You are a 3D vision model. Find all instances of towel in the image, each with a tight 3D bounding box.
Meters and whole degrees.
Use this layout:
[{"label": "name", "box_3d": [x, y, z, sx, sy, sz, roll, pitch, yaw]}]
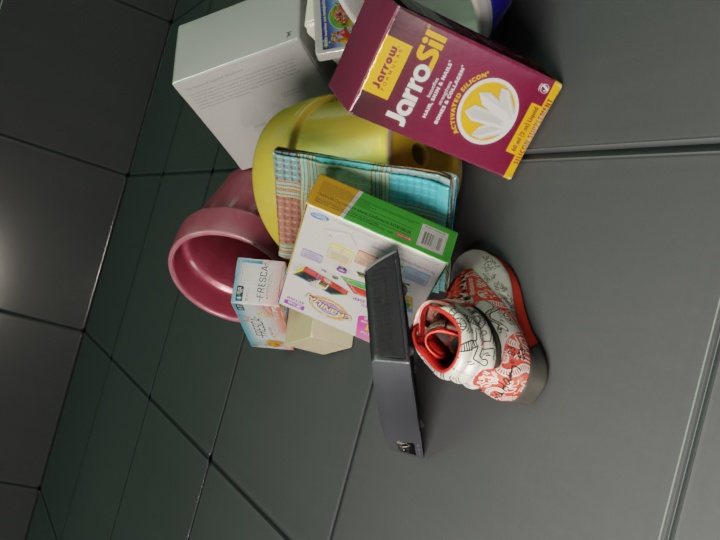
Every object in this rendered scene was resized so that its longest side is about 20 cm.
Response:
[{"label": "towel", "box_3d": [0.002, -0.052, 0.976, 0.022, 0.196, 0.149, -62, -21, -50]}]

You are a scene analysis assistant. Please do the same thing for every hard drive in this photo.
[{"label": "hard drive", "box_3d": [0.034, 0.089, 0.906, 0.201, 0.041, 0.137, 78, -174, -55]}]

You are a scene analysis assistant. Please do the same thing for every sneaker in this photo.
[{"label": "sneaker", "box_3d": [0.096, 0.034, 0.860, 0.068, 0.106, 0.203, -58, 29, 29]}]

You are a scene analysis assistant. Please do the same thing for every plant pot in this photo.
[{"label": "plant pot", "box_3d": [0.007, -0.113, 1.056, 0.187, 0.199, 0.204, -11, 64, 45]}, {"label": "plant pot", "box_3d": [-0.171, -0.051, 1.397, 0.200, 0.198, 0.181, -44, 22, 46]}]

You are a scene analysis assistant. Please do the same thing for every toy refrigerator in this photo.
[{"label": "toy refrigerator", "box_3d": [-0.042, 0.002, 1.216, 0.076, 0.069, 0.204, -21, 58, 55]}]

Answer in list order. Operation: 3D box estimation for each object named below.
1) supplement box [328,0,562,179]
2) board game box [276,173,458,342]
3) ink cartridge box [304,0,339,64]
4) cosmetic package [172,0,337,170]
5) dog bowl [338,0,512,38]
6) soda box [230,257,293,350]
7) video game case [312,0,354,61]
[{"label": "supplement box", "box_3d": [0.082, -0.184, 0.910, 0.112, 0.197, 0.086, -62, 28, 20]}, {"label": "board game box", "box_3d": [0.000, 0.000, 0.966, 0.201, 0.151, 0.041, 115, 178, -56]}, {"label": "ink cartridge box", "box_3d": [0.003, -0.383, 1.249, 0.082, 0.146, 0.204, -8, 65, 29]}, {"label": "cosmetic package", "box_3d": [-0.132, -0.275, 1.322, 0.196, 0.200, 0.125, -14, 56, 17]}, {"label": "dog bowl", "box_3d": [0.064, -0.315, 0.986, 0.079, 0.200, 0.199, -53, 18, -22]}, {"label": "soda box", "box_3d": [-0.127, 0.050, 1.261, 0.201, 0.067, 0.065, 88, -172, -68]}, {"label": "video game case", "box_3d": [0.039, -0.335, 1.123, 0.018, 0.196, 0.146, 62, -158, -65]}]
